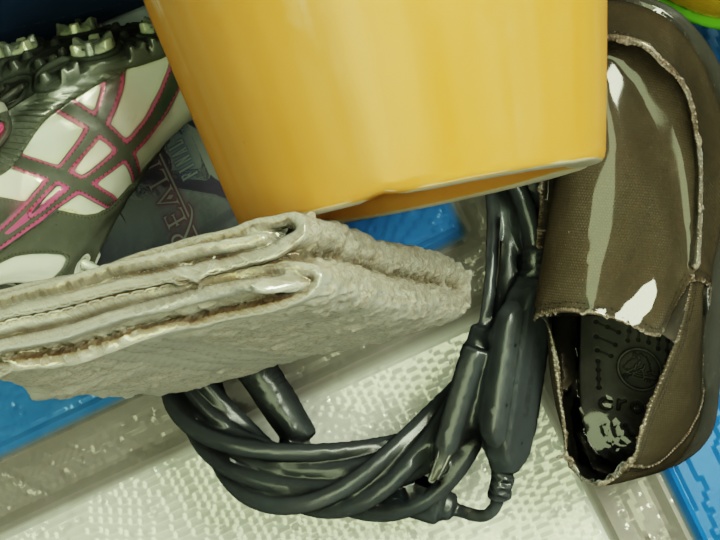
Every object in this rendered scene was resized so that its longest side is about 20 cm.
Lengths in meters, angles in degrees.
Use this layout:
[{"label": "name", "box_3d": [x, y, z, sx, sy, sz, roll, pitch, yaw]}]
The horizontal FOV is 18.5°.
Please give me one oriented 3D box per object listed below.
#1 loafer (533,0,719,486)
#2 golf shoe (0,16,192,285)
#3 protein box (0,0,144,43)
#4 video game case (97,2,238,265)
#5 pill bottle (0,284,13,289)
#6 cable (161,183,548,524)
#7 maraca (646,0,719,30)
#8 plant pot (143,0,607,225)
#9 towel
[{"label": "loafer", "box_3d": [0.101, -0.005, 0.830, 0.073, 0.071, 0.200, 3, 115, 27]}, {"label": "golf shoe", "box_3d": [-0.112, -0.040, 0.801, 0.077, 0.200, 0.088, 4, 113, 46]}, {"label": "protein box", "box_3d": [-0.180, -0.180, 0.794, 0.135, 0.199, 0.200, -19, 88, 15]}, {"label": "video game case", "box_3d": [-0.053, -0.074, 0.872, 0.200, 0.019, 0.143, -29, 79, 17]}, {"label": "pill bottle", "box_3d": [-0.213, -0.003, 0.883, 0.200, 0.104, 0.104, -18, 97, 31]}, {"label": "cable", "box_3d": [0.000, 0.000, 0.889, 0.163, 0.051, 0.200, 8, 94, 18]}, {"label": "maraca", "box_3d": [0.144, -0.186, 0.793, 0.137, 0.107, 0.200, 9, 102, 9]}, {"label": "plant pot", "box_3d": [0.003, -0.113, 0.741, 0.200, 0.200, 0.184, -11, 88, 12]}, {"label": "towel", "box_3d": [-0.044, 0.017, 0.772, 0.132, 0.200, 0.035, -14, 82, 17]}]
